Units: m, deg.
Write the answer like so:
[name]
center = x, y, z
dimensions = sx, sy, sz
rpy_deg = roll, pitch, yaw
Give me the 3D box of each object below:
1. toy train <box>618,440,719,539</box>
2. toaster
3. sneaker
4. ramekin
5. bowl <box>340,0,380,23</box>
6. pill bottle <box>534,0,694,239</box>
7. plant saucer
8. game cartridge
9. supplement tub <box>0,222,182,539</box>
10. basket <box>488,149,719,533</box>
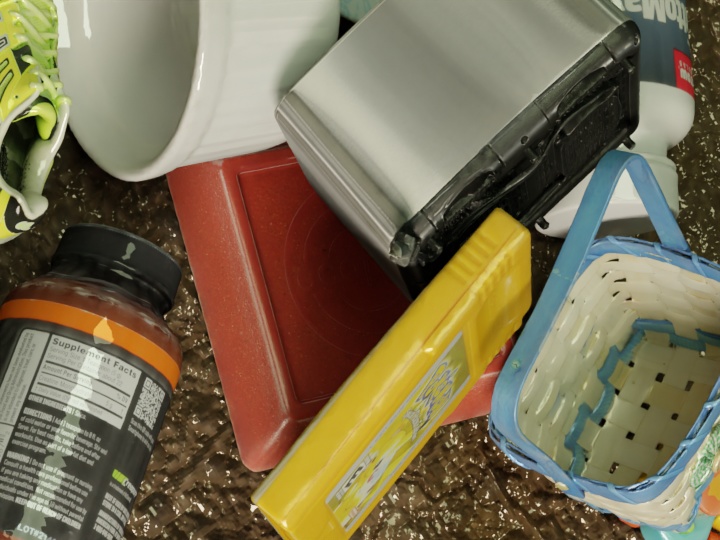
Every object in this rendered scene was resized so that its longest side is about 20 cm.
[toy train]
center = 0.260, 0.148, 1.369
dimensions = 0.199, 0.056, 0.151
rpy_deg = -23, 86, -28
[toaster]
center = 0.059, -0.083, 1.197
dimensions = 0.181, 0.200, 0.119
rpy_deg = -43, 76, -3
[sneaker]
center = -0.190, -0.108, 1.210
dimensions = 0.075, 0.076, 0.202
rpy_deg = 19, 73, -54
[ramekin]
center = -0.095, -0.154, 1.214
dimensions = 0.097, 0.200, 0.202
rpy_deg = -7, 79, -33
[bowl]
center = 0.053, -0.238, 1.258
dimensions = 0.199, 0.200, 0.108
rpy_deg = 5, 56, -23
[pill bottle]
center = 0.146, -0.127, 1.354
dimensions = 0.119, 0.119, 0.202
rpy_deg = 3, 76, -23
[plant saucer]
center = 0.000, 0.000, 1.302
dimensions = 0.198, 0.037, 0.202
rpy_deg = -12, 81, -26
[game cartridge]
center = 0.024, 0.071, 1.190
dimensions = 0.032, 0.176, 0.200
rpy_deg = 40, 82, 13
[supplement tub]
center = -0.160, 0.078, 1.171
dimensions = 0.106, 0.107, 0.201
rpy_deg = 25, 67, -16
[basket]
center = 0.151, 0.049, 1.265
dimensions = 0.200, 0.138, 0.177
rpy_deg = 45, 67, -47
